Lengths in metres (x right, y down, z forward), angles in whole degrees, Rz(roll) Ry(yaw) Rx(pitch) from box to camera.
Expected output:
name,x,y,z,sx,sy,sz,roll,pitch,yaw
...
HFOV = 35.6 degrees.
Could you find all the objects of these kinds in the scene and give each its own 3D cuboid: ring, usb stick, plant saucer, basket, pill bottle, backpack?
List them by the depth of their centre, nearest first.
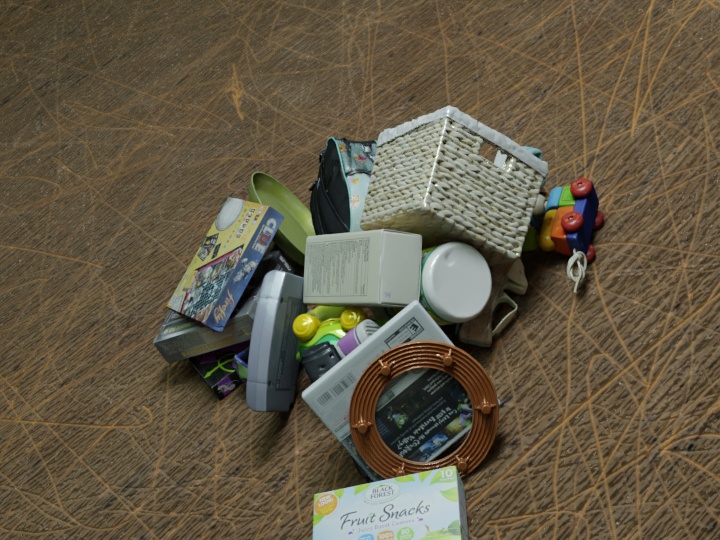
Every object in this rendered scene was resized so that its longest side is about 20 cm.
name,x,y,z,sx,sy,sz,roll,pitch,yaw
ring,0.083,0.191,1.464,0.199,0.202,0.019,-22,11,4
usb stick,-0.017,0.190,1.512,0.055,0.201,0.033,-22,13,20
pill bottle,0.092,0.027,1.629,0.113,0.113,0.199,-50,17,-25
basket,0.129,-0.110,1.637,0.199,0.197,0.162,-11,57,59
backpack,0.002,-0.089,1.786,0.152,0.177,0.201,8,45,-15
plant saucer,-0.117,-0.075,1.830,0.031,0.200,0.201,-40,39,15

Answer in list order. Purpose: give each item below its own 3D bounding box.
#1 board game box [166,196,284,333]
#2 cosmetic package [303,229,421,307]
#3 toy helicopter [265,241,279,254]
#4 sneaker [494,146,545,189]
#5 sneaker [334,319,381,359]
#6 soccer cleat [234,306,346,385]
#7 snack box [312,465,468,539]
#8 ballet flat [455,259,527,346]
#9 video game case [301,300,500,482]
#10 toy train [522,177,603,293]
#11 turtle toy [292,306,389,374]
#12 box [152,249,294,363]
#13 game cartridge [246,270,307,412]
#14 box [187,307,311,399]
name,x,y,z,sx,sy,sz,roll,pitch,yaw
board game box,-0.207,-0.012,1.709,0.135,0.034,0.201,16,75,55
cosmetic package,0.000,0.000,1.592,0.199,0.070,0.107,0,86,56
toy helicopter,-0.155,-0.053,1.904,0.131,0.079,0.201,-17,26,31
sneaker,0.250,-0.132,1.783,0.081,0.074,0.201,-7,46,25
sneaker,0.036,0.169,1.545,0.114,0.201,0.073,-41,6,25
soccer cleat,-0.105,0.104,1.716,0.199,0.084,0.065,-37,42,-12
snack box,0.037,0.339,1.433,0.198,0.053,0.143,-14,42,13
ballet flat,0.208,0.033,1.658,0.067,0.068,0.201,21,63,17
video game case,0.054,0.170,1.480,0.200,0.182,0.023,-39,10,7
toy train,0.285,-0.045,1.673,0.115,0.085,0.201,-3,47,30
turtle toy,-0.003,0.121,1.622,0.198,0.146,0.102,-9,67,20
box,-0.214,0.056,1.767,0.198,0.049,0.159,-18,32,30
game cartridge,-0.120,0.104,1.624,0.040,0.133,0.202,7,85,13
box,-0.184,0.099,1.798,0.199,0.036,0.143,-37,43,-13
